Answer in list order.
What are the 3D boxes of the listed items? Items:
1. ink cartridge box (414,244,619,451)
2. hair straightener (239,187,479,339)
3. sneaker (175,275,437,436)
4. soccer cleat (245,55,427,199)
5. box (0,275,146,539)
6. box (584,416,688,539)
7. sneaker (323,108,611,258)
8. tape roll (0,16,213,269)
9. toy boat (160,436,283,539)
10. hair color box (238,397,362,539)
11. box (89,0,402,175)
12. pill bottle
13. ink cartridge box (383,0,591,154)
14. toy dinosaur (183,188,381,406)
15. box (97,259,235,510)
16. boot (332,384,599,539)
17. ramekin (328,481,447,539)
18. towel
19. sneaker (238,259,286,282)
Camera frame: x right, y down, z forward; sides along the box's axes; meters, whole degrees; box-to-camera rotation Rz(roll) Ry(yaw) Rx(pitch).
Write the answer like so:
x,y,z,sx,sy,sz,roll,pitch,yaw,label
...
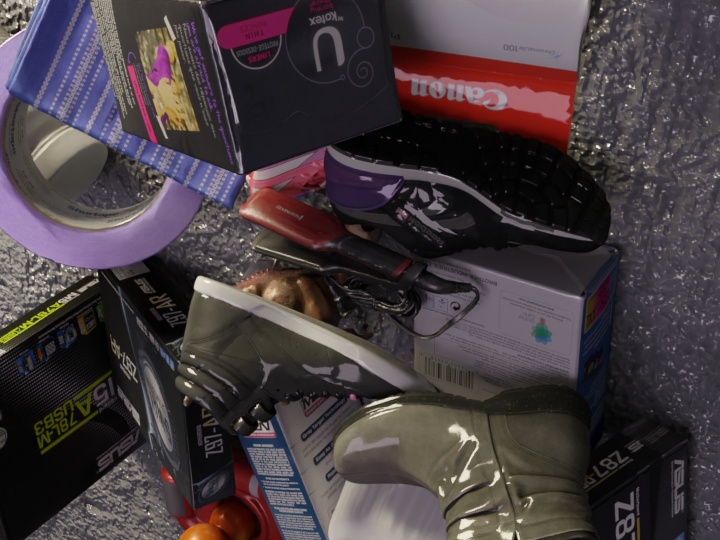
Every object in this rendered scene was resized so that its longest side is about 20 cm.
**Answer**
x,y,z,sx,sy,sz,roll,pitch,yaw,label
0.111,0.069,0.872,0.135,0.076,0.202,18,124,29,ink cartridge box
0.000,0.000,0.854,0.199,0.041,0.077,18,140,29,hair straightener
-0.046,0.086,0.865,0.198,0.071,0.100,22,89,6,sneaker
-0.021,-0.102,0.870,0.076,0.067,0.200,45,128,11,soccer cleat
-0.300,0.134,1.134,0.047,0.200,0.195,11,122,33,box
0.174,0.231,0.864,0.049,0.160,0.202,24,130,46,box
0.070,-0.046,0.793,0.198,0.076,0.088,20,138,14,sneaker
-0.214,-0.106,0.946,0.198,0.066,0.202,0,106,0,tape roll
-0.123,0.245,1.117,0.199,0.131,0.132,15,125,29,toy boat
-0.033,0.179,1.030,0.060,0.100,0.202,-5,113,40,hair color box
-0.081,-0.143,0.761,0.199,0.121,0.107,24,130,54,box
-0.323,-0.146,1.042,0.200,0.111,0.111,42,133,8,pill bottle
0.065,-0.157,0.752,0.161,0.057,0.202,10,114,13,ink cartridge box
-0.067,0.027,0.936,0.136,0.199,0.086,64,173,-9,toy dinosaur
-0.179,0.094,1.071,0.200,0.043,0.162,42,140,47,box
0.062,0.148,0.783,0.198,0.131,0.068,-11,130,22,boot
0.065,0.221,0.940,0.201,0.095,0.203,25,151,15,ramekin
-0.155,-0.153,0.886,0.199,0.024,0.146,27,106,-8,towel
-0.122,0.053,1.047,0.088,0.075,0.201,45,136,23,sneaker
